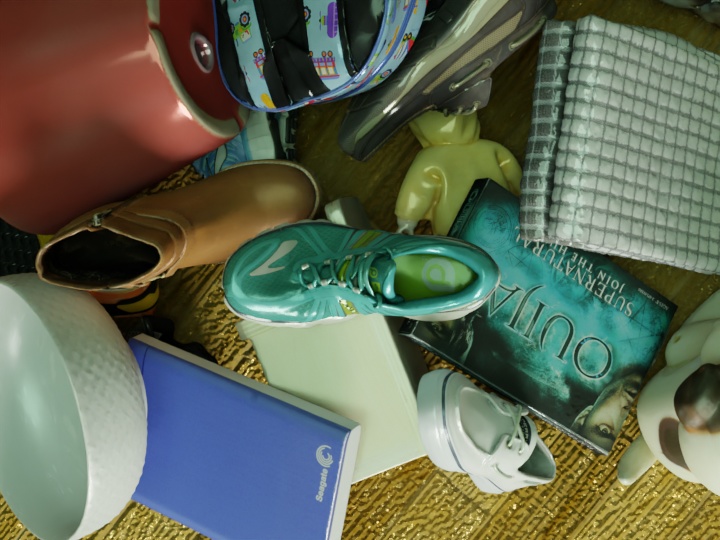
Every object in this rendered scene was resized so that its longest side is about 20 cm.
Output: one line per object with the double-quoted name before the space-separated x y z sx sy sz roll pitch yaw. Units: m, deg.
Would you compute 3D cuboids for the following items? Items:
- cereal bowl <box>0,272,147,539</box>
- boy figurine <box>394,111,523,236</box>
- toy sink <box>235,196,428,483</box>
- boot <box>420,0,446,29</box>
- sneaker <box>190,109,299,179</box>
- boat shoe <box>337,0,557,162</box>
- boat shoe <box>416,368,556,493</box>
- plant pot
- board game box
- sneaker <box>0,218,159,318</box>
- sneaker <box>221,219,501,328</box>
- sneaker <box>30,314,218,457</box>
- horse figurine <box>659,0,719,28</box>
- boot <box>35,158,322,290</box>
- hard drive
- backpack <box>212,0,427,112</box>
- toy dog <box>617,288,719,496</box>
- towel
"cereal bowl" -0.219 0.095 0.880 0.199 0.083 0.203 20 117 45
"boy figurine" 0.078 -0.058 0.941 0.123 0.064 0.203 -17 90 -18
"toy sink" -0.022 0.056 0.933 0.111 0.130 0.202 -22 92 8
"boot" 0.065 -0.280 0.928 0.198 0.076 0.170 -24 92 5
"sneaker" -0.099 -0.079 0.974 0.089 0.078 0.203 0 90 25
"boat shoe" 0.068 -0.147 0.874 0.200 0.075 0.073 -43 112 14
"boat shoe" 0.101 0.121 0.894 0.066 0.200 0.075 -7 69 21
"plant pot" -0.190 -0.143 0.888 0.175 0.200 0.203 -14 92 22
"board game box" 0.141 0.038 0.912 0.199 0.028 0.136 31 80 -18
"sneaker" -0.263 0.005 0.980 0.197 0.090 0.071 9 57 8
"sneaker" 0.000 0.000 0.822 0.197 0.080 0.079 -3 89 -2
"sneaker" -0.210 0.101 0.987 0.197 0.076 0.116 -10 90 4
"horse figurine" 0.249 -0.223 0.900 0.198 0.133 0.050 22 116 -3
"boot" -0.129 -0.033 0.847 0.197 0.155 0.078 -7 96 3
"hard drive" -0.100 0.143 0.892 0.198 0.025 0.134 19 110 24
"backpack" -0.023 -0.213 0.852 0.181 0.134 0.203 -12 79 35
"toy dog" 0.273 0.100 0.865 0.192 0.200 0.141 -25 90 7
"towel" 0.211 -0.089 0.883 0.198 0.085 0.168 9 87 -33
